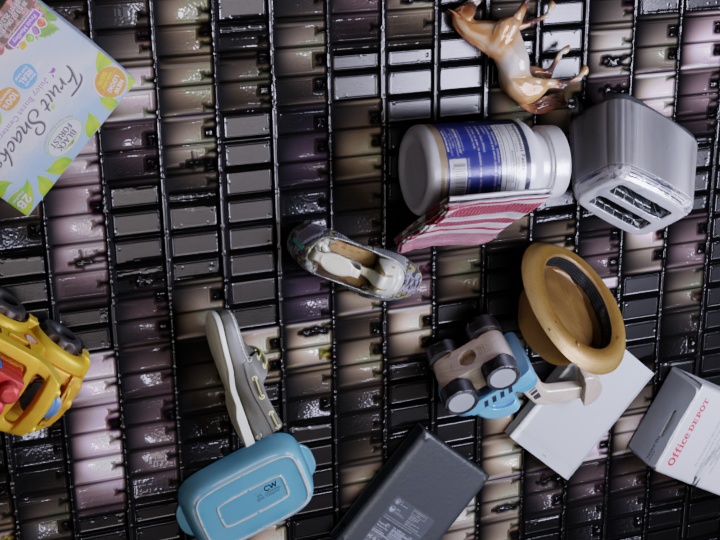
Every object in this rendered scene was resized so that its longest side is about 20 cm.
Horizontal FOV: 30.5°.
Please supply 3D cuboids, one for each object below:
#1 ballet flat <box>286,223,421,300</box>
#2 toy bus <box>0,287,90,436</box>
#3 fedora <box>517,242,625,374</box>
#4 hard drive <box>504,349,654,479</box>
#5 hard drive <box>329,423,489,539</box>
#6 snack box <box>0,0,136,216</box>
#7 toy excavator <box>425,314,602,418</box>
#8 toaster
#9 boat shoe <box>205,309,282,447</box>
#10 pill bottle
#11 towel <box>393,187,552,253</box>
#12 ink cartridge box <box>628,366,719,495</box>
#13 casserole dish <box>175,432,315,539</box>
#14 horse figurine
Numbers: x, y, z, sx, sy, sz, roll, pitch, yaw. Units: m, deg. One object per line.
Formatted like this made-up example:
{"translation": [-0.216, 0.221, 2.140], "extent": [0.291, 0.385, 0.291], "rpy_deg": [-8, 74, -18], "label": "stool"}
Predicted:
{"translation": [0.000, 0.000, 1.683], "extent": [0.200, 0.072, 0.072], "rpy_deg": [21, 100, -26], "label": "ballet flat"}
{"translation": [-0.402, 0.121, 1.503], "extent": [0.200, 0.192, 0.136], "rpy_deg": [35, 92, -29], "label": "toy bus"}
{"translation": [0.267, 0.061, 1.773], "extent": [0.200, 0.201, 0.082], "rpy_deg": [28, 134, -27], "label": "fedora"}
{"translation": [0.315, 0.189, 1.896], "extent": [0.132, 0.026, 0.200], "rpy_deg": [38, 93, -28], "label": "hard drive"}
{"translation": [0.071, 0.328, 1.847], "extent": [0.139, 0.033, 0.200], "rpy_deg": [37, 93, -28], "label": "hard drive"}
{"translation": [-0.378, -0.191, 1.469], "extent": [0.169, 0.068, 0.200], "rpy_deg": [39, 93, -27], "label": "snack box"}
{"translation": [0.212, 0.149, 1.799], "extent": [0.194, 0.100, 0.200], "rpy_deg": [-31, 134, 10], "label": "toy excavator"}
{"translation": [0.348, -0.136, 1.707], "extent": [0.200, 0.114, 0.130], "rpy_deg": [26, 54, -31], "label": "toaster"}
{"translation": [-0.147, 0.130, 1.672], "extent": [0.060, 0.072, 0.202], "rpy_deg": [-21, 121, -15], "label": "boat shoe"}
{"translation": [0.158, -0.132, 1.670], "extent": [0.199, 0.116, 0.116], "rpy_deg": [-5, 110, -20], "label": "pill bottle"}
{"translation": [0.138, -0.061, 1.652], "extent": [0.144, 0.200, 0.023], "rpy_deg": [-7, 79, -19], "label": "towel"}
{"translation": [0.520, 0.246, 1.962], "extent": [0.200, 0.083, 0.146], "rpy_deg": [23, 99, -26], "label": "ink cartridge box"}
{"translation": [-0.146, 0.298, 1.750], "extent": [0.200, 0.039, 0.121], "rpy_deg": [-26, 116, -12], "label": "casserole dish"}
{"translation": [0.208, -0.274, 1.675], "extent": [0.132, 0.050, 0.200], "rpy_deg": [-32, 117, -8], "label": "horse figurine"}
